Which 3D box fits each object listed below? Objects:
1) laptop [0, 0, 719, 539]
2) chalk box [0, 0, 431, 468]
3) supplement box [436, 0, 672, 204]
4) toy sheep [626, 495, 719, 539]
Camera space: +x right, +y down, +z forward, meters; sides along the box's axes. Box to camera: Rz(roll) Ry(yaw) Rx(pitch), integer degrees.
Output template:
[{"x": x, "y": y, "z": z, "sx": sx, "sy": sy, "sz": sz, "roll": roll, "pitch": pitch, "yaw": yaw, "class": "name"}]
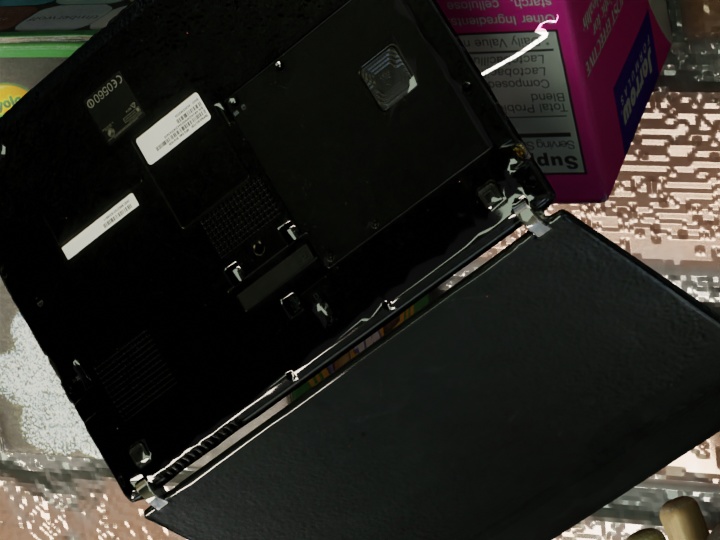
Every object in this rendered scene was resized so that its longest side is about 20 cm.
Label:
[{"x": 0.000, "y": 0.000, "z": 0.806, "sx": 0.177, "sy": 0.103, "sz": 0.200, "roll": -37, "pitch": 78, "yaw": 26, "class": "laptop"}, {"x": -0.062, "y": -0.048, "z": 0.889, "sx": 0.124, "sy": 0.124, "sz": 0.201, "roll": 3, "pitch": 114, "yaw": 24, "class": "chalk box"}, {"x": 0.025, "y": -0.128, "z": 0.800, "sx": 0.103, "sy": 0.101, "sz": 0.201, "roll": 1, "pitch": 127, "yaw": 21, "class": "supplement box"}, {"x": 0.158, "y": 0.133, "z": 0.874, "sx": 0.199, "sy": 0.138, "sz": 0.138, "roll": -21, "pitch": 104, "yaw": 26, "class": "toy sheep"}]
